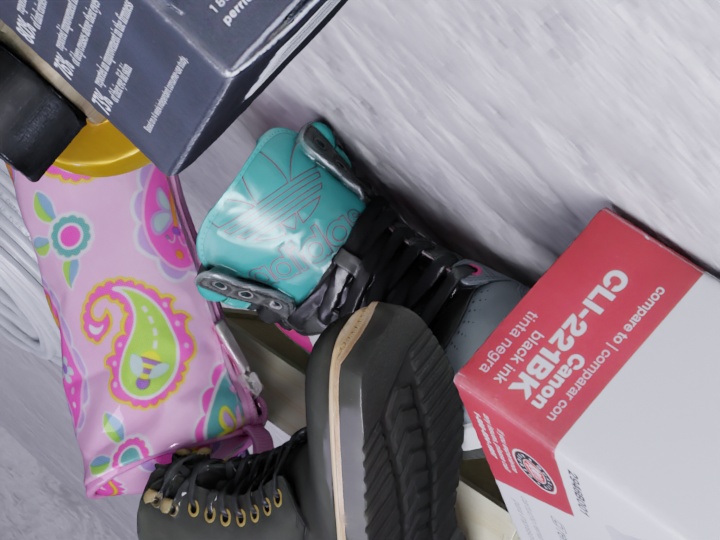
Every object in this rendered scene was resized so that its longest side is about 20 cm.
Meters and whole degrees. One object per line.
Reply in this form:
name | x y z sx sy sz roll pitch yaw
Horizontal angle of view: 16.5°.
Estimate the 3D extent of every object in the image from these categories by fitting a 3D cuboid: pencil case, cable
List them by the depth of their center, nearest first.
pencil case | -0.098 -0.005 1.038 0.087 0.087 0.201 117 136 -76
cable | -0.219 -0.019 1.534 0.199 0.069 0.200 31 162 36

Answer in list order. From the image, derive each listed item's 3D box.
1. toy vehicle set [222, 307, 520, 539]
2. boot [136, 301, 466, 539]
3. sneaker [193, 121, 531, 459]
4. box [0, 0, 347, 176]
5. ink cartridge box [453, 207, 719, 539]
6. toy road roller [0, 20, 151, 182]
toy vehicle set | 0.030 0.072 1.065 0.199 0.027 0.124 32 -165 39
boot | -0.035 0.080 0.930 0.137 0.078 0.201 18 137 24
sneaker | 0.000 0.000 0.960 0.121 0.084 0.200 38 171 -25
box | -0.083 -0.140 0.709 0.200 0.104 0.148 44 167 -3
ink cartridge box | 0.141 0.091 0.819 0.199 0.084 0.145 34 163 30
toy road roller | -0.133 -0.117 0.898 0.200 0.123 0.146 39 177 12
